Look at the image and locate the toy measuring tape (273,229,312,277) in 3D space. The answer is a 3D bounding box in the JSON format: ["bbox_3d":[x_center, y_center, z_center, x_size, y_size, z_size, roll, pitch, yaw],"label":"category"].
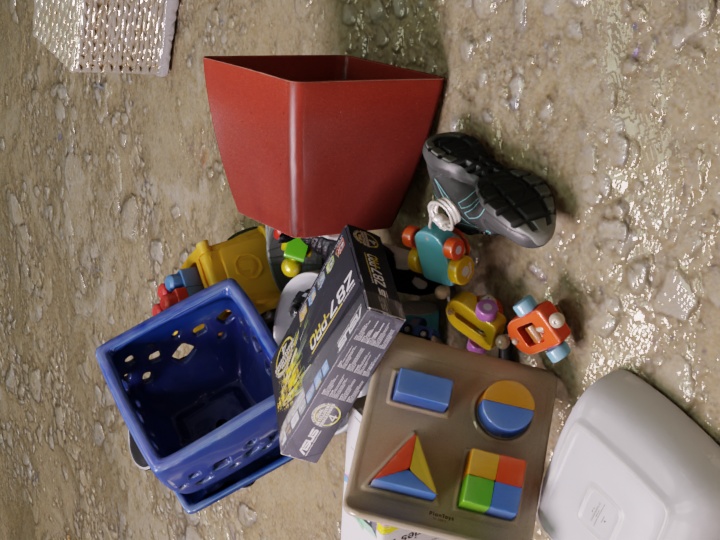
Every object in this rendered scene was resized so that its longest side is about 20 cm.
[{"bbox_3d":[-0.061,-0.087,1.477,0.073,0.073,0.201,6,78,55],"label":"toy measuring tape"}]

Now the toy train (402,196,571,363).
[{"bbox_3d":[0.132,0.011,1.208,0.200,0.056,0.150,52,147,2],"label":"toy train"}]

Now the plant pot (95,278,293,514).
[{"bbox_3d":[-0.183,0.165,1.467,0.200,0.200,0.180,54,165,35],"label":"plant pot"}]

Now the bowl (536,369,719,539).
[{"bbox_3d":[0.245,0.217,1.105,0.200,0.074,0.201,45,130,40],"label":"bowl"}]

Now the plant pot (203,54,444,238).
[{"bbox_3d":[-0.048,-0.140,1.334,0.200,0.199,0.177,24,115,51],"label":"plant pot"}]

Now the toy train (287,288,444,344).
[{"bbox_3d":[0.009,0.058,1.333,0.199,0.034,0.046,17,79,28],"label":"toy train"}]

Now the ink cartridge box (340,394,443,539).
[{"bbox_3d":[0.062,0.219,1.283,0.084,0.144,0.201,41,137,45],"label":"ink cartridge box"}]

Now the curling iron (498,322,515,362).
[{"bbox_3d":[0.159,0.155,1.250,0.050,0.025,0.201,121,148,-84],"label":"curling iron"}]

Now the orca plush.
[{"bbox_3d":[0.000,0.000,1.344,0.105,0.199,0.071,45,-118,-86],"label":"orca plush"}]

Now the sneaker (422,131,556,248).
[{"bbox_3d":[0.134,-0.070,1.221,0.200,0.075,0.079,49,148,47],"label":"sneaker"}]

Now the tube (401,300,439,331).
[{"bbox_3d":[0.065,0.137,1.376,0.077,0.050,0.201,-129,36,-70],"label":"tube"}]

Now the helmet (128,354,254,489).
[{"bbox_3d":[-0.208,0.211,1.661,0.190,0.200,0.201,-19,81,34],"label":"helmet"}]

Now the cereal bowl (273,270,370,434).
[{"bbox_3d":[-0.022,0.096,1.455,0.200,0.083,0.201,18,112,53],"label":"cereal bowl"}]

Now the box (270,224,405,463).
[{"bbox_3d":[-0.029,0.076,1.249,0.200,0.049,0.161,-59,25,26],"label":"box"}]

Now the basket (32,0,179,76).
[{"bbox_3d":[-0.386,-0.417,1.807,0.198,0.160,0.201,41,128,44],"label":"basket"}]

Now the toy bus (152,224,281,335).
[{"bbox_3d":[-0.199,0.040,1.608,0.200,0.192,0.136,-45,62,51],"label":"toy bus"}]

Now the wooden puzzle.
[{"bbox_3d":[0.092,0.160,1.158,0.046,0.185,0.201,103,180,-62],"label":"wooden puzzle"}]

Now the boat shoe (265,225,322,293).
[{"bbox_3d":[-0.089,-0.065,1.539,0.065,0.074,0.203,-90,-9,-87],"label":"boat shoe"}]
